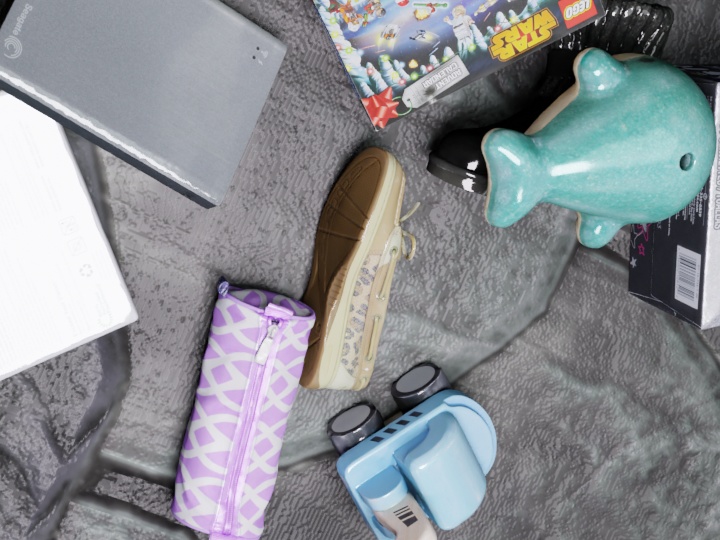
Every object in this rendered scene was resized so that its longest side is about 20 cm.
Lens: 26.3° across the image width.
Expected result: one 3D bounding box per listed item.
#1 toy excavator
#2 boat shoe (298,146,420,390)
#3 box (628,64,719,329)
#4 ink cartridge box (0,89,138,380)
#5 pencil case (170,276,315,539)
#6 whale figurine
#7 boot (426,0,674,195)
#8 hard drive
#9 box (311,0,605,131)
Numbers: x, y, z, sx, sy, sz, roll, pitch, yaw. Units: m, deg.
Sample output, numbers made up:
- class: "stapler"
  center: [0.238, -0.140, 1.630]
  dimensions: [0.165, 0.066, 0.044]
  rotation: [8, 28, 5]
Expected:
- class: "toy excavator"
  center: [0.037, 0.178, 1.201]
  dimensions: [0.194, 0.200, 0.100]
  rotation: [-32, 111, -12]
- class: "boat shoe"
  center: [0.000, 0.000, 1.221]
  dimensions: [0.062, 0.073, 0.201]
  rotation: [9, 110, -28]
- class: "box"
  center: [0.307, -0.066, 1.285]
  dimensions: [0.114, 0.132, 0.202]
  rotation: [-5, 104, -18]
- class: "ink cartridge box"
  center: [-0.288, -0.015, 1.116]
  dimensions: [0.199, 0.041, 0.201]
  rotation: [-24, 108, -15]
- class: "pencil case"
  center: [-0.090, 0.110, 1.199]
  dimensions: [0.083, 0.085, 0.202]
  rotation: [9, 100, -24]
- class: "whale figurine"
  center: [0.185, -0.086, 1.162]
  dimensions: [0.199, 0.104, 0.160]
  rotation: [-17, 117, -29]
- class: "boot"
  center: [0.151, -0.144, 1.233]
  dimensions: [0.210, 0.079, 0.159]
  rotation: [-5, 111, -31]
- class: "hard drive"
  center: [-0.162, -0.153, 1.115]
  dimensions: [0.199, 0.033, 0.141]
  rotation: [30, 70, -24]
- class: "box"
  center: [0.070, -0.207, 1.149]
  dimensions: [0.199, 0.040, 0.137]
  rotation: [-27, 127, 3]
